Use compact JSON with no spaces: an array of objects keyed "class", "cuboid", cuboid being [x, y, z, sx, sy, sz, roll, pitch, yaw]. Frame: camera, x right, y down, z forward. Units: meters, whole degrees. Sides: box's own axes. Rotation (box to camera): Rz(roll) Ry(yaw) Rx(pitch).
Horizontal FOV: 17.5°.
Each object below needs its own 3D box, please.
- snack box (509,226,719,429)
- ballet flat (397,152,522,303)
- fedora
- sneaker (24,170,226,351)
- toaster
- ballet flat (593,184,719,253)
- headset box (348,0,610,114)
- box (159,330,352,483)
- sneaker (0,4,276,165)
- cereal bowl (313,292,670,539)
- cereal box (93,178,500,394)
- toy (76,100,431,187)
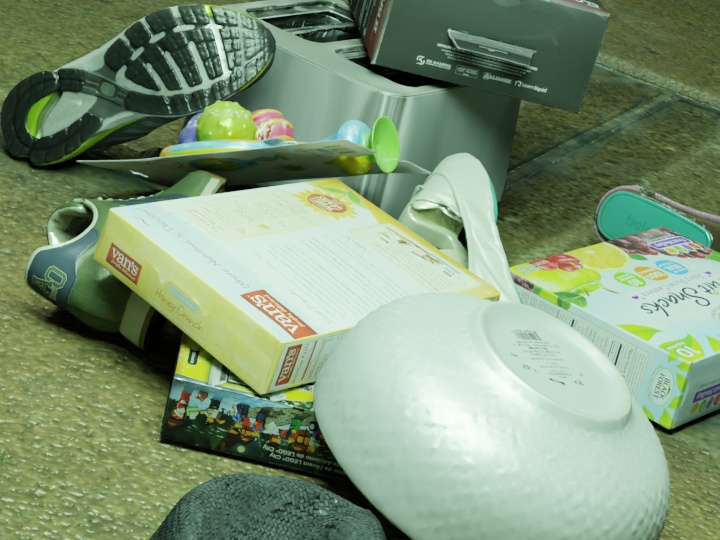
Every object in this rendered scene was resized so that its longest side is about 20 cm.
[{"class":"snack box","cuboid":[0.198,0.033,1.514,0.142,0.053,0.200,29,25,29]},{"class":"ballet flat","cuboid":[0.056,-0.012,1.467,0.069,0.069,0.200,8,39,-18]},{"class":"fedora","cuboid":[-0.048,0.147,1.013,0.200,0.092,0.201,12,21,-5]},{"class":"sneaker","cuboid":[-0.142,-0.023,1.406,0.090,0.067,0.200,20,25,0]},{"class":"toaster","cuboid":[-0.013,-0.106,1.632,0.181,0.119,0.200,27,25,31]},{"class":"ballet flat","cuboid":[0.256,-0.003,1.639,0.200,0.069,0.071,27,5,30]},{"class":"headset box","cuboid":[0.078,-0.180,1.605,0.149,0.077,0.200,12,20,-11]},{"class":"box","cuboid":[-0.036,0.052,1.332,0.136,0.038,0.200,15,21,-4]},{"class":"sneaker","cuboid":[-0.142,-0.127,1.567,0.200,0.074,0.081,-16,-1,24]},{"class":"cereal bowl","cuboid":[0.080,0.077,1.218,0.200,0.083,0.200,26,27,-14]},{"class":"cereal box","cuboid":[-0.034,0.004,1.333,0.144,0.040,0.200,37,29,30]},{"class":"toy","cuboid":[-0.067,-0.083,1.499,0.200,0.047,0.115,1,-7,29]}]
